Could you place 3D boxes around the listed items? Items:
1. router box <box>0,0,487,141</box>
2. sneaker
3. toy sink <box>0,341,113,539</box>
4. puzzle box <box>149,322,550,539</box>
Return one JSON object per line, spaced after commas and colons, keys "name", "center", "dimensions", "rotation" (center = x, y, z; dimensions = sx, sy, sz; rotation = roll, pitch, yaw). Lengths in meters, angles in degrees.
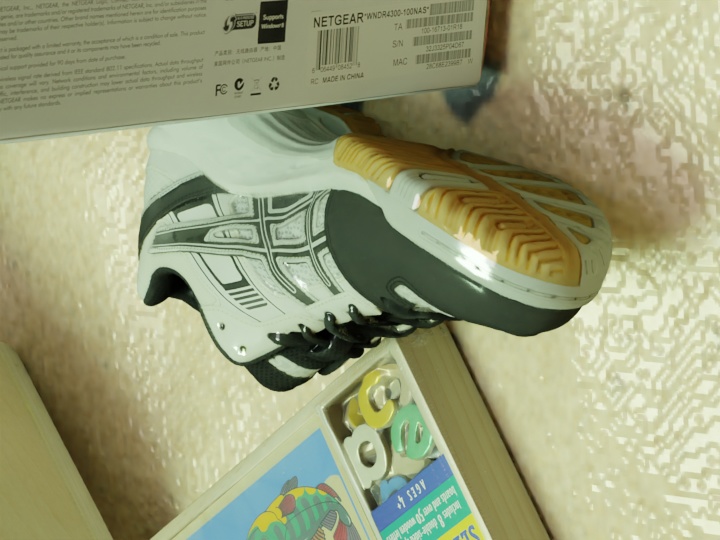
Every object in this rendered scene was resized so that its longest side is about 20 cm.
{"name": "router box", "center": [-0.093, -0.087, 0.797], "dimensions": [0.179, 0.199, 0.049], "rotation": [19, 111, 43]}
{"name": "sneaker", "center": [0.000, 0.000, 0.812], "dimensions": [0.200, 0.075, 0.088], "rotation": [23, 101, 53]}
{"name": "toy sink", "center": [-0.198, 0.129, 0.971], "dimensions": [0.200, 0.112, 0.131], "rotation": [-53, 45, 20]}
{"name": "puzzle box", "center": [-0.009, 0.123, 0.884], "dimensions": [0.200, 0.025, 0.133], "rotation": [-43, 67, 42]}
